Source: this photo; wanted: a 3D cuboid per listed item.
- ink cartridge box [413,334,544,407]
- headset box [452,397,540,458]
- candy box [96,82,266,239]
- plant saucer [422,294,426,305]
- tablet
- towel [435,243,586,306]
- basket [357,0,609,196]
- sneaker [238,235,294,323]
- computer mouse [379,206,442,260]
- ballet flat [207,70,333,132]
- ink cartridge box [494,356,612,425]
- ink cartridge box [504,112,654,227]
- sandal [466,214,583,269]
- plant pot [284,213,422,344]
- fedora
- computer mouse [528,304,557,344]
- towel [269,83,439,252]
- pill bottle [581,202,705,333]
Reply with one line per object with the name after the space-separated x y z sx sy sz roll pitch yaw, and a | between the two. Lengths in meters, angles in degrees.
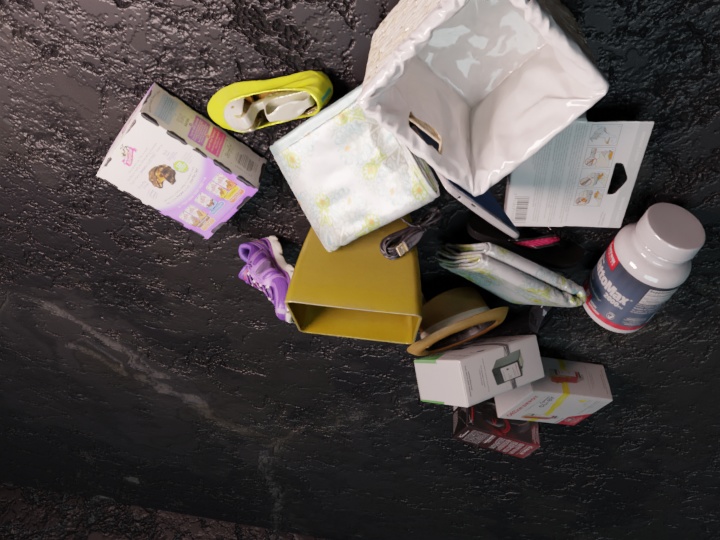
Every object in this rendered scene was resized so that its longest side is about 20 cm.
0.223 0.184 1.165 0.197 0.086 0.145 -12 179 -31 | ink cartridge box
0.305 0.312 1.361 0.196 0.151 0.075 18 140 -11 | headset box
-0.272 -0.158 0.946 0.198 0.073 0.167 32 136 -28 | candy box
0.028 0.051 1.179 0.196 0.036 0.202 5 141 4 | plant saucer
0.133 -0.121 0.821 0.129 0.201 0.014 30 113 -25 | tablet
0.235 0.010 1.000 0.197 0.049 0.171 23 176 -17 | towel
0.130 -0.235 0.689 0.196 0.163 0.199 31 132 -26 | basket
-0.158 0.018 1.039 0.082 0.201 0.082 -7 126 -23 | sneaker
0.017 -0.108 0.911 0.200 0.110 0.044 43 164 10 | computer mouse
-0.131 -0.222 0.841 0.196 0.068 0.067 -8 137 20 | ballet flat
0.397 0.254 1.299 0.196 0.085 0.146 9 144 -17 | ink cartridge box
0.298 -0.144 0.877 0.170 0.044 0.202 1 141 8 | ink cartridge box
0.266 -0.054 0.977 0.196 0.076 0.046 17 127 -5 | sandal
0.000 0.000 0.980 0.195 0.180 0.200 5 162 3 | plant pot
0.167 0.085 1.125 0.197 0.083 0.201 -19 162 -6 | fedora
0.337 0.106 1.191 0.034 0.058 0.202 40 155 26 | computer mouse
-0.009 -0.135 0.828 0.198 0.048 0.173 -24 99 29 | towel
0.437 -0.004 0.964 0.117 0.121 0.202 10 141 -2 | pill bottle
